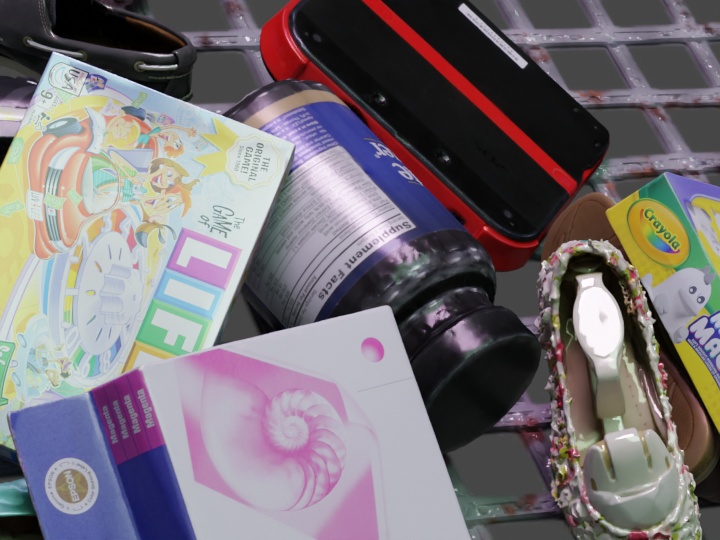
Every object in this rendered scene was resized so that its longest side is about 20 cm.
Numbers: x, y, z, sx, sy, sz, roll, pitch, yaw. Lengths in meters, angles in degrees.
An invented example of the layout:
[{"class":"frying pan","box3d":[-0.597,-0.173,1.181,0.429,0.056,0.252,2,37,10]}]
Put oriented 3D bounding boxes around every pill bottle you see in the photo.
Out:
[{"class":"pill bottle","box3d":[0.000,0.000,1.417,0.112,0.112,0.200,-21,55,-36]}]

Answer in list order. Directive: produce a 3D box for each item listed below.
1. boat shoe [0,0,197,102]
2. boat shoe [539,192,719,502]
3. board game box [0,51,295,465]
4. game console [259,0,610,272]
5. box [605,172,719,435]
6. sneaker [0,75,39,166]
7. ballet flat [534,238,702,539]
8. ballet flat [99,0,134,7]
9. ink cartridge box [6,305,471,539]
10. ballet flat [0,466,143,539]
[{"class":"boat shoe","box3d":[-0.181,-0.148,1.542,0.200,0.068,0.072,31,44,14]},{"class":"boat shoe","box3d":[0.159,0.045,1.474,0.072,0.072,0.200,28,28,-43]},{"class":"board game box","box3d":[-0.130,0.005,1.346,0.134,0.034,0.200,21,73,2]},{"class":"game console","box3d":[0.045,-0.101,1.562,0.200,0.031,0.177,43,35,-2]},{"class":"box","box3d":[0.214,0.047,1.435,0.117,0.048,0.200,9,52,-58]},{"class":"sneaker","box3d":[-0.165,-0.080,1.470,0.200,0.072,0.083,7,42,-14]},{"class":"ballet flat","box3d":[0.127,0.074,1.374,0.076,0.064,0.200,-14,72,0]},{"class":"ballet flat","box3d":[-0.119,-0.219,1.649,0.071,0.069,0.200,19,38,29]},{"class":"ink cartridge box","box3d":[-0.042,0.130,1.251,0.200,0.043,0.197,-14,81,-34]},{"class":"ballet flat","box3d":[-0.160,0.132,1.252,0.200,0.067,0.070,-2,45,-14]}]
